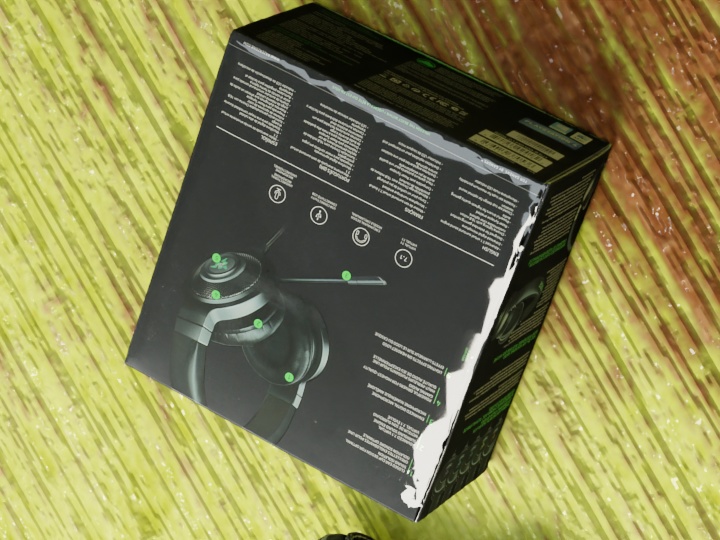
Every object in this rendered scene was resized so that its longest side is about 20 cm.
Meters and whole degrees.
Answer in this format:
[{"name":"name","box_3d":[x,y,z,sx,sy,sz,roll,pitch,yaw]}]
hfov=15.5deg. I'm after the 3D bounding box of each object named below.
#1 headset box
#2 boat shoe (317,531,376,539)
[{"name":"headset box","box_3d":[0.000,0.000,1.275,0.174,0.093,0.200,26,114,18]},{"name":"boat shoe","box_3d":[0.067,0.174,1.309,0.200,0.072,0.071,28,105,6]}]
